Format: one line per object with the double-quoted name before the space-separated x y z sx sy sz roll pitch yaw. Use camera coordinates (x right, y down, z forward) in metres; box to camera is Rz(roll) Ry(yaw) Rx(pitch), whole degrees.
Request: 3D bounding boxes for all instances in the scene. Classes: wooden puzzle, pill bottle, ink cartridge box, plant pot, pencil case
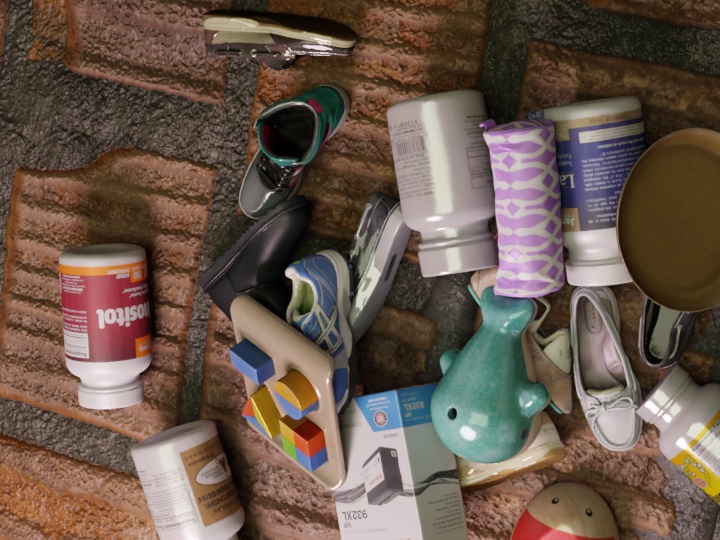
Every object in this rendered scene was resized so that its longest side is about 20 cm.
"wooden puzzle" -0.096 0.151 1.692 0.185 0.046 0.201 34 139 38
"pill bottle" -0.212 0.304 1.826 0.114 0.114 0.201 -17 93 21
"ink cartridge box" 0.039 0.246 1.698 0.145 0.083 0.201 -15 82 46
"pill bottle" 0.100 -0.099 1.628 0.114 0.114 0.201 -9 91 21
"pill bottle" 0.409 0.199 1.591 0.200 0.104 0.104 42 110 9
"pill bottle" -0.327 0.071 1.829 0.112 0.113 0.202 1 100 19
"plant pot" 0.358 -0.056 1.551 0.199 0.027 0.202 -3 97 -23
"pill bottle" 0.268 -0.089 1.585 0.115 0.116 0.201 -6 97 20
"pencil case" 0.176 -0.070 1.549 0.085 0.084 0.201 1 102 34

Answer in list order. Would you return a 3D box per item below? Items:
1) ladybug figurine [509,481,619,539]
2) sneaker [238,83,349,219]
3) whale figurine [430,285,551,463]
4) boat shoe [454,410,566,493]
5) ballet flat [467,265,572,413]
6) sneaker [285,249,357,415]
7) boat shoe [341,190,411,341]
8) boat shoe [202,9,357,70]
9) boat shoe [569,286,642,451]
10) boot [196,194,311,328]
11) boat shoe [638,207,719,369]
"ladybug figurine" 0.239 0.355 1.696 0.135 0.072 0.201 12 103 17
"sneaker" -0.097 -0.137 1.705 0.084 0.121 0.200 40 110 9
"whale figurine" 0.143 0.122 1.612 0.159 0.103 0.201 22 109 41
"boat shoe" 0.154 0.222 1.710 0.199 0.074 0.070 -23 71 29
"ballet flat" 0.205 0.074 1.663 0.067 0.068 0.200 -37 87 19
"sneaker" -0.053 0.077 1.683 0.075 0.077 0.202 -4 92 49
"boat shoe" 0.000 0.000 1.721 0.068 0.072 0.201 29 111 19
"boat shoe" -0.098 -0.275 1.715 0.199 0.073 0.065 13 114 21
"boat shoe" 0.280 0.115 1.643 0.074 0.065 0.203 -7 97 21
"boot" -0.094 0.025 1.754 0.200 0.076 0.169 -41 81 28
"boat shoe" 0.359 0.018 1.599 0.072 0.063 0.201 18 104 19
